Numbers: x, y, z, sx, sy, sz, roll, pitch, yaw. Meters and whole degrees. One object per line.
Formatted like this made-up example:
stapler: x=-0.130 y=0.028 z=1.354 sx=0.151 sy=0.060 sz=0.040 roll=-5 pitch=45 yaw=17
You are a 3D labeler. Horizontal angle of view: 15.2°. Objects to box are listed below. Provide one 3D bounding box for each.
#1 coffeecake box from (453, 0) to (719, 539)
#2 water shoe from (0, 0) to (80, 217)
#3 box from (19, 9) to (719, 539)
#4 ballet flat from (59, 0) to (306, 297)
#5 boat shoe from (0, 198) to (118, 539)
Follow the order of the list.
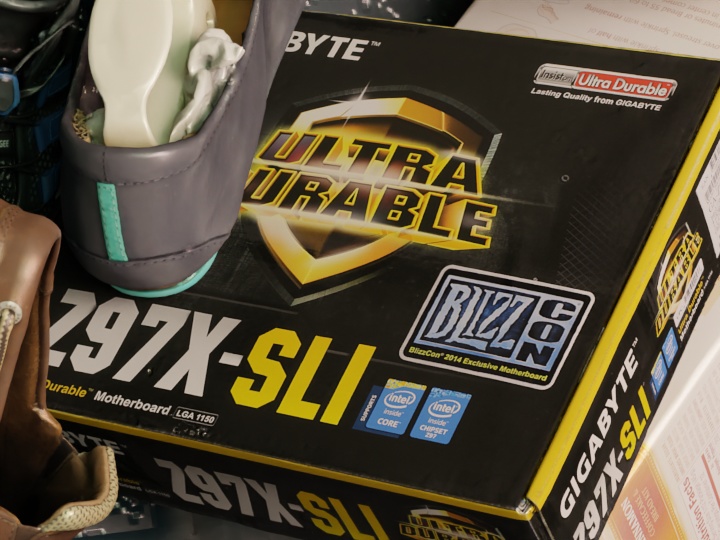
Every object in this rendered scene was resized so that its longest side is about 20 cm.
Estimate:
coffeecake box: x=0.073 y=-0.005 z=0.847 sx=0.200 sy=0.153 sz=0.073 roll=-52 pitch=142 yaw=-21
water shoe: x=-0.123 y=-0.059 z=0.829 sx=0.071 sy=0.079 sz=0.201 roll=5 pitch=77 yaw=-18
box: x=0.000 y=0.000 z=0.792 sx=0.160 sy=0.199 sz=0.049 roll=-62 pitch=145 yaw=-26
ballet flat: x=-0.051 y=-0.086 z=0.809 sx=0.073 sy=0.073 sz=0.201 roll=22 pitch=50 yaw=-14
boat shoe: x=-0.106 y=0.066 z=0.751 sx=0.074 sy=0.203 sz=0.075 roll=7 pitch=40 yaw=8
